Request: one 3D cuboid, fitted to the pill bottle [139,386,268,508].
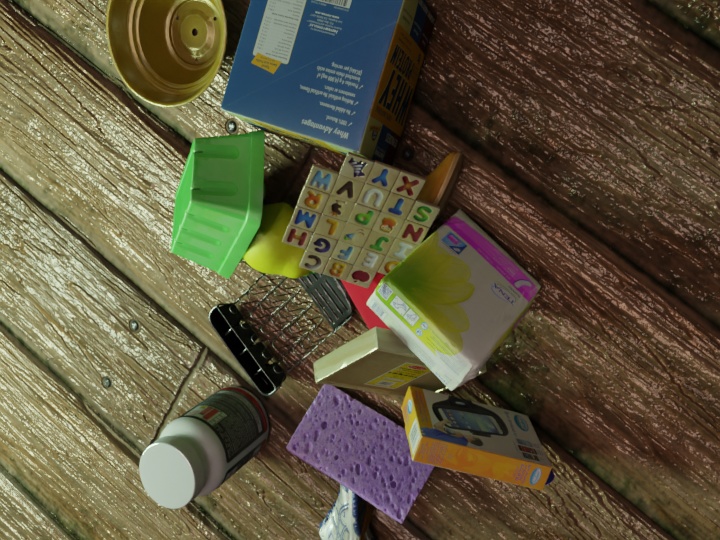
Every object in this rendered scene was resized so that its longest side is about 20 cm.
[{"bbox_3d":[-0.226,0.256,1.193,0.113,0.199,0.119,5,104,21],"label":"pill bottle"}]

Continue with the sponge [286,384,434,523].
[{"bbox_3d":[0.004,0.255,1.153,0.197,0.030,0.113,29,71,15],"label":"sponge"}]

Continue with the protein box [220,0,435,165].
[{"bbox_3d":[-0.037,-0.257,1.006,0.194,0.135,0.205,19,94,18],"label":"protein box"}]

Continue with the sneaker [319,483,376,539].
[{"bbox_3d":[-0.026,0.369,1.203,0.086,0.075,0.206,3,101,26],"label":"sneaker"}]

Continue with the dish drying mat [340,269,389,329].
[{"bbox_3d":[0.000,0.000,1.095,0.075,0.018,0.202,-10,122,38],"label":"dish drying mat"}]

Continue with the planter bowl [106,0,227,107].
[{"bbox_3d":[-0.250,-0.333,1.134,0.195,0.083,0.206,6,105,22],"label":"planter bowl"}]

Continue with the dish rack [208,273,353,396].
[{"bbox_3d":[-0.111,0.064,1.181,0.199,0.054,0.154,-41,85,25],"label":"dish rack"}]

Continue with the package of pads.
[{"bbox_3d":[0.119,0.034,0.994,0.154,0.199,0.069,44,137,8],"label":"package of pads"}]

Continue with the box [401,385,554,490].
[{"bbox_3d":[0.154,0.213,1.034,0.195,0.120,0.042,13,111,-10],"label":"box"}]

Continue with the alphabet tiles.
[{"bbox_3d":[-0.002,-0.055,1.001,0.163,0.006,0.202,17,135,-12],"label":"alphabet tiles"}]

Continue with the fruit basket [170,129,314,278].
[{"bbox_3d":[-0.146,-0.073,1.101,0.211,0.215,0.160,-12,65,25],"label":"fruit basket"}]

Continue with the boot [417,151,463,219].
[{"bbox_3d":[0.037,-0.098,1.071,0.143,0.071,0.204,34,117,13],"label":"boot"}]

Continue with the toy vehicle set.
[{"bbox_3d":[0.052,0.123,1.040,0.123,0.197,0.027,-32,55,39],"label":"toy vehicle set"}]
